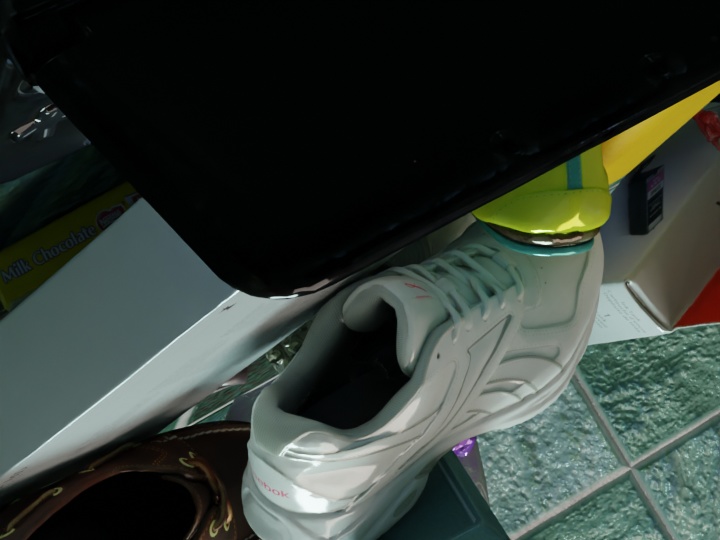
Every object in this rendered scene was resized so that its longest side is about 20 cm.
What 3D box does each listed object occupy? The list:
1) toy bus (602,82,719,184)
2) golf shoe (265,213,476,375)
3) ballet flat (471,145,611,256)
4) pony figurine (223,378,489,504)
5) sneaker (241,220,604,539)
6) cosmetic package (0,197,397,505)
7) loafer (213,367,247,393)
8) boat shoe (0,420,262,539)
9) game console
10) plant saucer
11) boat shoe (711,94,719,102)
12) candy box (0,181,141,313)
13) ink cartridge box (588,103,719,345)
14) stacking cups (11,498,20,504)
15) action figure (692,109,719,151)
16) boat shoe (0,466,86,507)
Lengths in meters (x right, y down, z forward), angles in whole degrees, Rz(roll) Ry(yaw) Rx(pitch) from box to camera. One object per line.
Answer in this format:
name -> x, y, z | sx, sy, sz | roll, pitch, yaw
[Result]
toy bus -> 0.113, -0.097, 0.822 | 0.065, 0.079, 0.200 | -27, 172, -22
golf shoe -> 0.000, 0.000, 0.944 | 0.097, 0.079, 0.200 | -31, -172, -24
ballet flat -> 0.048, -0.059, 0.812 | 0.066, 0.068, 0.200 | -8, -165, -18
pony figurine -> 0.012, 0.058, 1.047 | 0.165, 0.194, 0.200 | 4, 160, -25
sneaker -> 0.032, 0.027, 0.789 | 0.200, 0.078, 0.100 | -44, 153, -25
cosmetic package -> -0.077, 0.020, 0.751 | 0.200, 0.052, 0.151 | -37, 174, 33
loafer -> -0.144, 0.075, 0.995 | 0.199, 0.063, 0.072 | -34, 172, 20
boat shoe -> -0.088, 0.107, 0.803 | 0.070, 0.071, 0.200 | -32, 175, 40
game console -> 0.007, -0.055, 0.540 | 0.199, 0.117, 0.176 | -27, 171, -23
plant saucer -> 0.007, 0.088, 0.854 | 0.070, 0.019, 0.200 | -28, -156, -3
boat shoe -> 0.180, -0.116, 0.993 | 0.084, 0.069, 0.200 | -25, 171, -36
candy box -> -0.096, -0.001, 0.830 | 0.102, 0.027, 0.200 | -28, 172, -7
ink cartridge box -> 0.196, -0.051, 0.978 | 0.200, 0.044, 0.173 | -49, -166, -21
stacking cups -> -0.199, 0.124, 0.815 | 0.199, 0.061, 0.060 | 5, 155, -27
action figure -> 0.114, -0.056, 0.988 | 0.065, 0.099, 0.200 | -26, 160, -30
boat shoe -> -0.189, 0.115, 0.906 | 0.200, 0.075, 0.093 | -34, 132, 28
